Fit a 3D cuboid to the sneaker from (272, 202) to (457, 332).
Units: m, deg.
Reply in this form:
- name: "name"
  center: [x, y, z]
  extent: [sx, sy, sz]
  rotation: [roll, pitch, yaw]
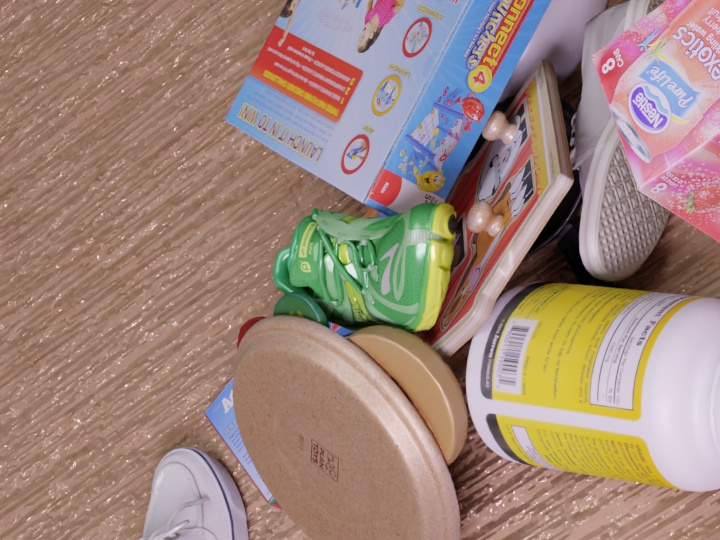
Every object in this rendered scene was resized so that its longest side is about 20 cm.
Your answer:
- name: "sneaker"
  center: [0.000, 0.000, 1.690]
  extent: [0.200, 0.083, 0.074]
  rotation: [155, 127, -66]

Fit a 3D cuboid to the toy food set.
- name: "toy food set"
  center: [-0.008, 0.105, 1.729]
  extent: [0.198, 0.200, 0.049]
  rotation: [23, 47, 40]

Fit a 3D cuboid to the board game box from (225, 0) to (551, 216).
- name: "board game box"
  center: [0.020, -0.146, 1.781]
  extent: [0.200, 0.056, 0.196]
  rotation: [34, 97, 55]

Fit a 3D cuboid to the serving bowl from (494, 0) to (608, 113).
- name: "serving bowl"
  center: [0.071, -0.193, 1.862]
  extent: [0.200, 0.066, 0.200]
  rotation: [-21, 56, 35]

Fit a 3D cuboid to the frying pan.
- name: "frying pan"
  center: [0.129, -0.048, 1.760]
  extent: [0.190, 0.031, 0.115]
  rotation: [26, 92, 45]

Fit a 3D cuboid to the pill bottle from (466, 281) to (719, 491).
- name: "pill bottle"
  center: [0.168, 0.068, 1.613]
  extent: [0.200, 0.112, 0.113]
  rotation: [7, 75, 44]

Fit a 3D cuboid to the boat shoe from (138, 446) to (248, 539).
- name: "boat shoe"
  center: [-0.127, 0.201, 1.838]
  extent: [0.075, 0.086, 0.202]
  rotation: [-26, 55, 31]

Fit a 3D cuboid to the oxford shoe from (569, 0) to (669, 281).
- name: "oxford shoe"
  center: [0.158, -0.080, 1.723]
  extent: [0.058, 0.075, 0.200]
  rotation: [-10, 57, 35]

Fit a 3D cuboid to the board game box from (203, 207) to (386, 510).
- name: "board game box"
  center: [-0.018, 0.054, 1.858]
  extent: [0.200, 0.019, 0.103]
  rotation: [-51, 47, 12]

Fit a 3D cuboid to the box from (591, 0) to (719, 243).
- name: "box"
  center: [0.232, -0.072, 1.558]
  extent: [0.095, 0.200, 0.103]
  rotation: [-35, 51, 25]

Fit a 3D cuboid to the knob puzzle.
- name: "knob puzzle"
  center: [0.061, -0.021, 1.714]
  extent: [0.220, 0.030, 0.220]
  rotation: [-57, 15, 24]
